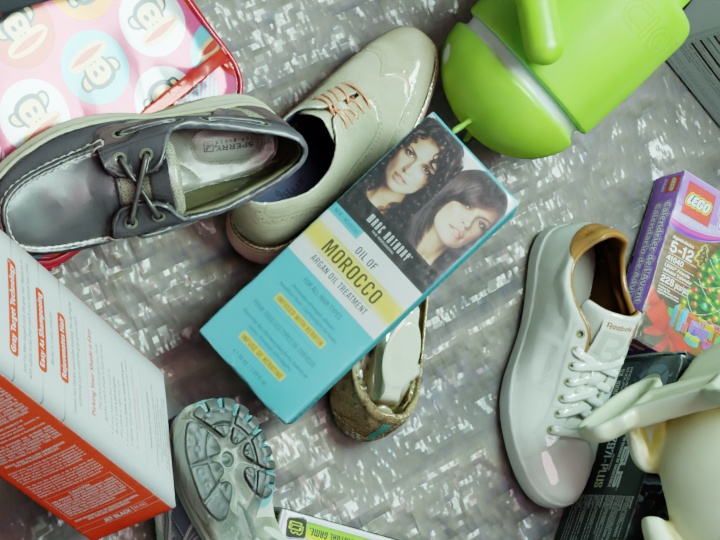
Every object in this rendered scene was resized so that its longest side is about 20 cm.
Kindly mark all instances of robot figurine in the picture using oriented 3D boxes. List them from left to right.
[{"bbox_3d":[0.138,-0.157,1.160,0.200,0.175,0.116,-43,81,6],"label":"robot figurine"}]

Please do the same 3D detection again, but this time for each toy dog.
[{"bbox_3d":[0.253,0.154,1.124,0.194,0.139,0.201,-29,97,-62],"label":"toy dog"}]

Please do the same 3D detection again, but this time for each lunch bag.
[{"bbox_3d":[-0.174,-0.095,1.041,0.200,0.082,0.176,-43,109,-24],"label":"lunch bag"}]

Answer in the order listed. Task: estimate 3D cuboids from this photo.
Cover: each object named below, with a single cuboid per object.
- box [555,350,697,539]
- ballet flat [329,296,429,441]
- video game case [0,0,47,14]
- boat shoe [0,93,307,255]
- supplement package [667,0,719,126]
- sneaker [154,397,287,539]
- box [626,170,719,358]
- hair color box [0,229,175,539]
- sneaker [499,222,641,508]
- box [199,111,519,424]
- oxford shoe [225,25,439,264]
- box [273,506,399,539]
[{"bbox_3d":[0.235,0.181,1.220,0.163,0.086,0.201,28,73,-21],"label":"box"},{"bbox_3d":[0.024,0.013,1.138,0.070,0.065,0.201,8,81,-25],"label":"ballet flat"},{"bbox_3d":[-0.183,-0.238,1.022,0.199,0.026,0.181,-22,60,-27],"label":"video game case"},{"bbox_3d":[-0.120,-0.055,0.990,0.199,0.065,0.072,-18,110,-32],"label":"boat shoe"},{"bbox_3d":[0.366,-0.193,1.259,0.147,0.200,0.191,47,67,-16],"label":"supplement package"},{"bbox_3d":[-0.081,0.180,1.057,0.077,0.086,0.201,-9,84,-37],"label":"sneaker"},{"bbox_3d":[0.286,0.032,1.284,0.199,0.039,0.137,28,70,-23],"label":"box"},{"bbox_3d":[-0.182,0.060,0.958,0.200,0.061,0.102,50,23,-47],"label":"hair color box"},{"bbox_3d":[0.148,0.064,1.188,0.073,0.085,0.201,7,84,-28],"label":"sneaker"},{"bbox_3d":[0.000,0.000,1.080,0.200,0.049,0.082,-44,86,-3],"label":"box"},{"bbox_3d":[-0.010,-0.091,1.115,0.071,0.074,0.200,33,68,9],"label":"oxford shoe"},{"bbox_3d":[0.016,0.232,1.130,0.199,0.035,0.111,19,77,-25],"label":"box"}]
